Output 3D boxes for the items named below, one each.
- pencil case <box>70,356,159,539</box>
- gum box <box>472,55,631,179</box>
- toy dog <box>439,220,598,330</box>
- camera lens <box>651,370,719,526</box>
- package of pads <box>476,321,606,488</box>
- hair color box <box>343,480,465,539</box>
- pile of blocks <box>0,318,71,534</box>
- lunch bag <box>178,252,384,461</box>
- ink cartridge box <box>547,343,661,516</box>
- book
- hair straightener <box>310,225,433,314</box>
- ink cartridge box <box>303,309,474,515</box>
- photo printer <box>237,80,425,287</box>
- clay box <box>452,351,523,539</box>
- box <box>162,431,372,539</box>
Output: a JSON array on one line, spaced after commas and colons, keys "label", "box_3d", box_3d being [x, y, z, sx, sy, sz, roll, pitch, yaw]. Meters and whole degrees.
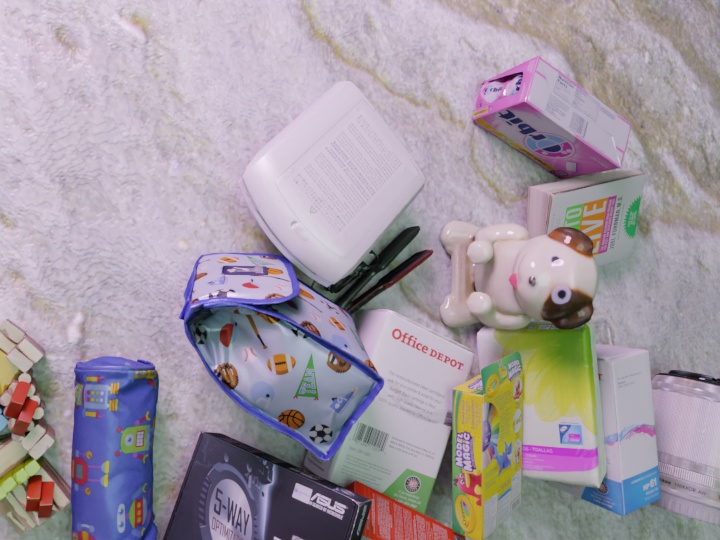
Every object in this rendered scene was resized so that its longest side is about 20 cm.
[{"label": "pencil case", "box_3d": [-0.239, 0.188, 0.618, 0.085, 0.077, 0.207, 1, 89, -47]}, {"label": "gum box", "box_3d": [0.258, -0.205, 0.857, 0.196, 0.113, 0.068, 25, 79, -25]}, {"label": "toy dog", "box_3d": [0.205, 0.015, 0.771, 0.188, 0.199, 0.144, 11, 87, -18]}, {"label": "camera lens", "box_3d": [0.514, 0.267, 0.959, 0.156, 0.159, 0.206, 18, 82, -25]}, {"label": "package of pads", "box_3d": [0.235, 0.170, 0.823, 0.068, 0.151, 0.207, -10, 96, -56]}, {"label": "hair color box", "box_3d": [0.029, 0.322, 0.722, 0.199, 0.101, 0.062, 38, 33, -30]}, {"label": "pile of blocks", "box_3d": [-0.326, 0.151, 0.583, 0.080, 0.062, 0.207, -11, 94, -26]}, {"label": "lunch bag", "box_3d": [-0.088, 0.063, 0.636, 0.198, 0.170, 0.125, 34, 97, -18]}, {"label": "ink cartridge box", "box_3d": [0.329, 0.209, 0.873, 0.082, 0.144, 0.207, -8, 94, -26]}, {"label": "book", "box_3d": [0.330, -0.067, 0.920, 0.195, 0.048, 0.138, -14, 116, -26]}, {"label": "hair straightener", "box_3d": [0.000, 0.000, 0.771, 0.198, 0.041, 0.078, -36, 105, -18]}, {"label": "ink cartridge box", "box_3d": [0.037, 0.166, 0.756, 0.144, 0.084, 0.205, 26, 78, -24]}, {"label": "photo printer", "box_3d": [-0.032, -0.095, 0.709, 0.167, 0.069, 0.201, 48, 58, -12]}, {"label": "clay box", "box_3d": [0.158, 0.207, 0.769, 0.113, 0.047, 0.207, -8, 99, -51]}, {"label": "box", "box_3d": [-0.103, 0.278, 0.635, 0.164, 0.195, 0.043, -70, 158, -9]}]
